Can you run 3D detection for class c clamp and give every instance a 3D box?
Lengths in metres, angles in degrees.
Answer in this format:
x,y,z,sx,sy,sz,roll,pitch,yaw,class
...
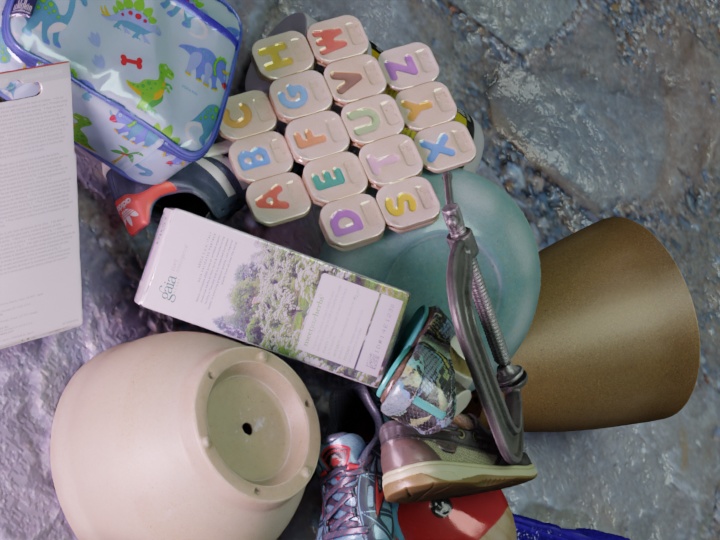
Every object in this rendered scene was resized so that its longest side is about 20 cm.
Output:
x,y,z,sx,sy,sz,roll,pitch,yaw,class
0.098,0.042,1.632,0.171,0.027,0.202,-77,150,-66,c clamp

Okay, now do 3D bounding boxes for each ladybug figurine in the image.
x,y,z,sx,sy,sz,roll,pitch,yaw,class
0.054,0.181,1.732,0.200,0.072,0.136,43,36,2,ladybug figurine

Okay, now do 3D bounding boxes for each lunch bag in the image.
x,y,z,sx,sy,sz,roll,pitch,yaw,class
-0.192,-0.177,1.616,0.199,0.082,0.162,34,53,-24,lunch bag

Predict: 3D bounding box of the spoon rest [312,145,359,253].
x,y,z,sx,sy,sz,roll,pitch,yaw,class
0.000,0.000,1.748,0.061,0.098,0.202,-50,126,-57,spoon rest

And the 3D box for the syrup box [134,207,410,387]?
x,y,z,sx,sy,sz,roll,pitch,yaw,class
-0.069,0.020,1.628,0.198,0.081,0.079,20,89,-8,syrup box

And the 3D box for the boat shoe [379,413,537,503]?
x,y,z,sx,sy,sz,roll,pitch,yaw,class
0.078,0.141,1.635,0.200,0.073,0.065,8,67,-62,boat shoe

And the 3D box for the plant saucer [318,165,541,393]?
x,y,z,sx,sy,sz,roll,pitch,yaw,class
0.061,0.017,1.714,0.199,0.039,0.203,-4,103,-17,plant saucer

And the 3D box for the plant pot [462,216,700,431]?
x,y,z,sx,sy,sz,roll,pitch,yaw,class
0.165,0.066,1.851,0.198,0.186,0.188,-15,82,-29,plant pot

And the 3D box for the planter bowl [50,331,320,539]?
x,y,z,sx,sy,sz,roll,pitch,yaw,class
-0.115,0.131,1.587,0.199,0.134,0.202,19,60,-35,planter bowl

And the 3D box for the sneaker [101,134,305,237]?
x,y,z,sx,sy,sz,roll,pitch,yaw,class
-0.115,-0.060,1.714,0.198,0.075,0.085,-4,70,-32,sneaker

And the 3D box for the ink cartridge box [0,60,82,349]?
x,y,z,sx,sy,sz,roll,pitch,yaw,class
-0.261,-0.048,1.531,0.108,0.050,0.202,-15,111,-44,ink cartridge box

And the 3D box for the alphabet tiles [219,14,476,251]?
x,y,z,sx,sy,sz,roll,pitch,yaw,class
-0.012,-0.114,1.701,0.194,0.015,0.201,-17,67,-14,alphabet tiles

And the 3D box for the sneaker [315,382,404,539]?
x,y,z,sx,sy,sz,roll,pitch,yaw,class
-0.013,0.169,1.604,0.201,0.079,0.096,-83,151,-47,sneaker

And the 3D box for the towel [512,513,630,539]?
x,y,z,sx,sy,sz,roll,pitch,yaw,class
0.180,0.290,1.840,0.199,0.049,0.149,16,61,-36,towel

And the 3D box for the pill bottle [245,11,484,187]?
x,y,z,sx,sy,sz,roll,pitch,yaw,class
0.002,-0.134,1.821,0.199,0.112,0.113,34,52,-27,pill bottle

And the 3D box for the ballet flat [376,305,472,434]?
x,y,z,sx,sy,sz,roll,pitch,yaw,class
0.054,0.080,1.599,0.075,0.074,0.200,56,15,-7,ballet flat
